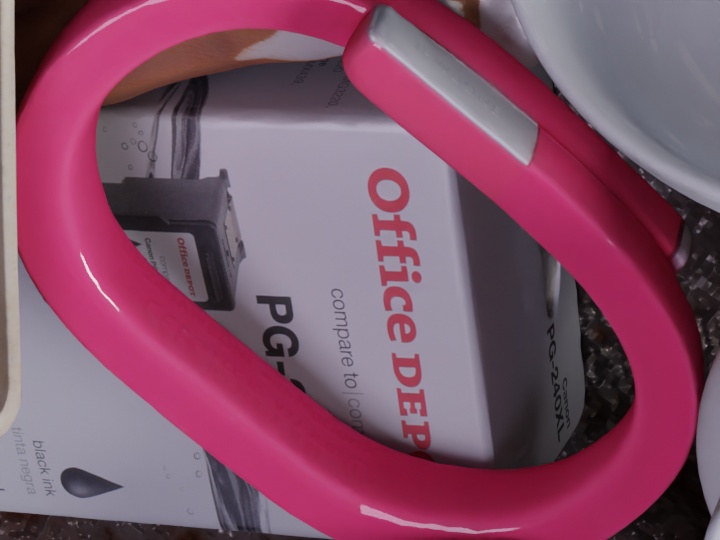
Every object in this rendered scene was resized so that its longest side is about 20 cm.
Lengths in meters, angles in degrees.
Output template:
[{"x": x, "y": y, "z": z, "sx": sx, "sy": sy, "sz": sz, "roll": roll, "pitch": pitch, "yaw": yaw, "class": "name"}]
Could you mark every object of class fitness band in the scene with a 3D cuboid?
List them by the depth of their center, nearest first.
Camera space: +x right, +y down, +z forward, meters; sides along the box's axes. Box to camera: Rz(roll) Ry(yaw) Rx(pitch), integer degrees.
[{"x": 0.000, "y": 0.000, "z": 0.722, "sx": 0.200, "sy": 0.037, "sz": 0.144, "roll": 41, "pitch": 127, "yaw": -16, "class": "fitness band"}]

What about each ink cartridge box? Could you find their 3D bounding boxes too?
[{"x": -0.044, "y": -0.003, "z": 0.820, "sx": 0.200, "sy": 0.083, "sz": 0.145, "roll": 3, "pitch": 120, "yaw": 21, "class": "ink cartridge box"}]

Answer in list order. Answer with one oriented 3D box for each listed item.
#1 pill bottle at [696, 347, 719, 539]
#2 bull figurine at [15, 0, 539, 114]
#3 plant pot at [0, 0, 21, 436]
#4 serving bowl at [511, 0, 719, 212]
[{"x": 0.147, "y": 0.027, "z": 0.686, "sx": 0.113, "sy": 0.200, "sz": 0.113, "roll": 11, "pitch": 122, "yaw": 17, "class": "pill bottle"}, {"x": -0.032, "y": -0.098, "z": 0.736, "sx": 0.200, "sy": 0.122, "sz": 0.065, "roll": -11, "pitch": 159, "yaw": 12, "class": "bull figurine"}, {"x": -0.215, "y": -0.055, "z": 0.680, "sx": 0.177, "sy": 0.200, "sz": 0.200, "roll": 37, "pitch": 134, "yaw": 42, "class": "plant pot"}, {"x": 0.136, "y": -0.091, "z": 0.656, "sx": 0.200, "sy": 0.200, "sz": 0.066, "roll": 0, "pitch": 158, "yaw": 23, "class": "serving bowl"}]
